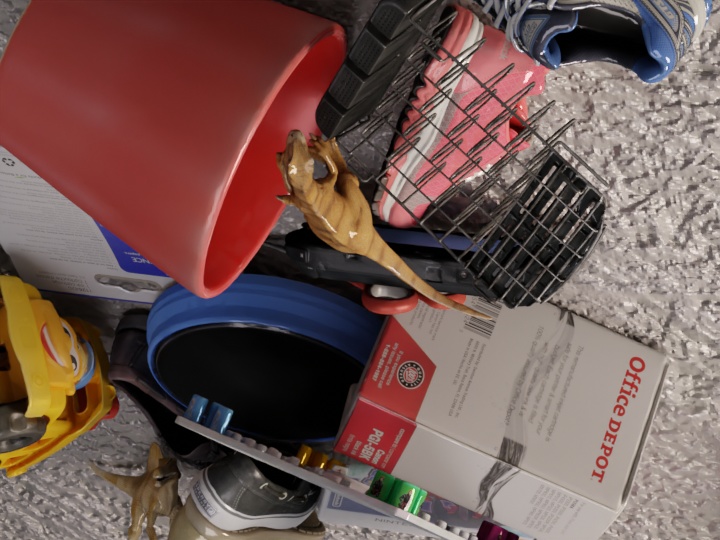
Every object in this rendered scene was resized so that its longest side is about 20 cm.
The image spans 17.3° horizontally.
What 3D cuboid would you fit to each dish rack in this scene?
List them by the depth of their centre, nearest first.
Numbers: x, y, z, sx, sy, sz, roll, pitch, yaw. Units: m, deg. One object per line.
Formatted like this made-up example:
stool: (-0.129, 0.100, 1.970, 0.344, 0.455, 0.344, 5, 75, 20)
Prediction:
dish rack: (0.067, -0.076, 1.436, 0.200, 0.055, 0.153, 44, 144, 7)

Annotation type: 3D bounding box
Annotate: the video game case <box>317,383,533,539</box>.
video game case: (0.068, 0.156, 1.831, 0.182, 0.023, 0.200, 9, 147, -4)

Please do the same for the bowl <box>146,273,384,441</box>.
bowl: (-0.066, 0.071, 1.794, 0.200, 0.039, 0.201, 9, 150, 5)

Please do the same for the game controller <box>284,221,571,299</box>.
game controller: (0.051, -0.013, 1.627, 0.200, 0.104, 0.042, 7, 109, 19)

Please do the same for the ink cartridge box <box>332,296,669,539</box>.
ink cartridge box: (0.101, 0.095, 1.683, 0.200, 0.147, 0.083, 24, 143, 0)

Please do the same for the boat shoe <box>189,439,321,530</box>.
boat shoe: (-0.067, 0.163, 1.853, 0.057, 0.200, 0.069, -40, 78, 16)

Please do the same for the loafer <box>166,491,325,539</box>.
loafer: (-0.098, 0.205, 1.904, 0.068, 0.076, 0.200, -42, 158, 18)

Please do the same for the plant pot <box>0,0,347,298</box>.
plant pot: (-0.131, -0.107, 1.535, 0.177, 0.201, 0.201, 27, 143, 9)

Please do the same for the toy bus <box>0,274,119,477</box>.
toy bus: (-0.263, 0.091, 1.869, 0.192, 0.136, 0.200, 3, 155, -43)

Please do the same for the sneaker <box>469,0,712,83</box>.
sneaker: (0.108, -0.168, 1.414, 0.200, 0.085, 0.077, 18, 142, 7)

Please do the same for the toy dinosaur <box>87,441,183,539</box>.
toy dinosaur: (-0.171, 0.193, 1.969, 0.058, 0.101, 0.200, -5, 175, -22)

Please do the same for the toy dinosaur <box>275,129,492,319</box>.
toy dinosaur: (-0.008, -0.029, 1.524, 0.060, 0.106, 0.200, -40, 135, 11)

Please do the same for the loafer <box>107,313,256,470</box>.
loafer: (-0.147, 0.121, 1.905, 0.072, 0.063, 0.200, -4, 135, 32)

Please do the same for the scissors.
scissors: (0.000, 0.000, 1.681, 0.200, 0.073, 0.014, 25, 123, 57)

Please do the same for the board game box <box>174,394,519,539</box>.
board game box: (-0.005, 0.151, 1.689, 0.200, 0.026, 0.200, 20, 173, 31)

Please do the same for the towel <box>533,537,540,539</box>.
towel: (0.141, 0.211, 1.762, 0.030, 0.200, 0.146, 32, 145, 8)

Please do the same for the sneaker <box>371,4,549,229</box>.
sneaker: (0.065, -0.083, 1.548, 0.087, 0.074, 0.200, 21, 143, -2)

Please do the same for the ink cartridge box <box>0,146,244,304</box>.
ink cartridge box: (-0.186, -0.045, 1.736, 0.197, 0.047, 0.200, 7, 151, 18)
